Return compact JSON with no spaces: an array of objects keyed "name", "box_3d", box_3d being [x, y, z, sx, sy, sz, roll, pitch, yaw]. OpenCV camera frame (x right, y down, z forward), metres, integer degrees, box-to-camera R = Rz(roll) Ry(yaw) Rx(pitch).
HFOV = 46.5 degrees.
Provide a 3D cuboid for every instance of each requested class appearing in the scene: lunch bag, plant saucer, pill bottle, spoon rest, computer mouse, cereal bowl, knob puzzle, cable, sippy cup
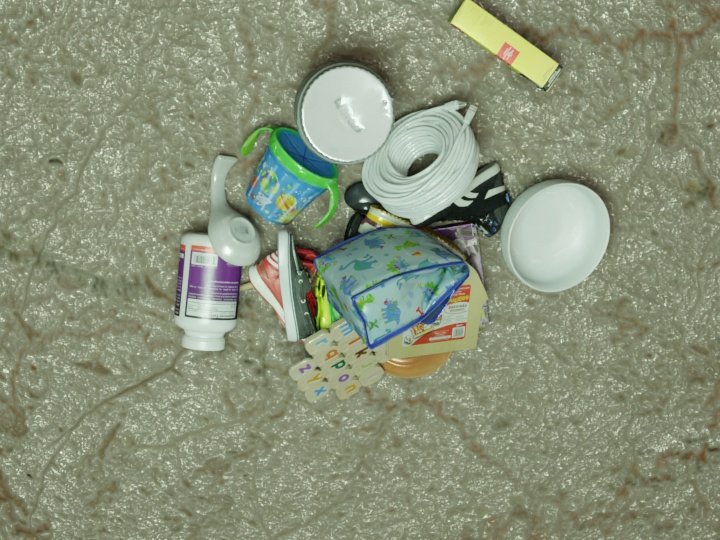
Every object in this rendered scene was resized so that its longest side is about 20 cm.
[{"name":"lunch bag","box_3d":[0.052,0.010,1.337,0.199,0.170,0.128,-29,124,-13]},{"name":"plant saucer","box_3d":[0.081,0.111,1.549,0.198,0.037,0.202,4,109,11]},{"name":"pill bottle","box_3d":[-0.270,0.036,1.488,0.111,0.112,0.202,6,93,-1]},{"name":"spoon rest","box_3d":[-0.226,-0.098,1.456,0.099,0.202,0.060,4,154,-38]},{"name":"computer mouse","box_3d":[0.069,-0.136,1.481,0.198,0.034,0.059,-5,67,1]},{"name":"cereal bowl","box_3d":[0.332,-0.069,1.472,0.198,0.083,0.202,-7,113,-16]},{"name":"knob puzzle","box_3d":[0.129,0.052,1.469,0.218,0.030,0.222,-8,116,-17]},{"name":"cable","box_3d":[0.101,-0.182,1.403,0.198,0.202,0.069,-1,149,33]},{"name":"sippy cup","box_3d":[-0.127,-0.154,1.446,0.139,0.179,0.131,17,123,-39]}]

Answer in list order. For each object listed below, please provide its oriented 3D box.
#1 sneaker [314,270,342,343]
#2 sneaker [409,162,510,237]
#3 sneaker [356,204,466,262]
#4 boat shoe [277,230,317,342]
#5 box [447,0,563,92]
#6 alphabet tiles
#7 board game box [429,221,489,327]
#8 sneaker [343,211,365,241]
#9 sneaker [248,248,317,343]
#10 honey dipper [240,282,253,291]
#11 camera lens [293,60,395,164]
[{"name":"sneaker","box_3d":[-0.034,0.049,1.460,0.083,0.074,0.202,-5,121,-20]},{"name":"sneaker","box_3d":[0.185,-0.096,1.446,0.199,0.073,0.113,-32,104,-22]},{"name":"sneaker","box_3d":[0.087,-0.038,1.470,0.199,0.075,0.091,26,102,-9]},{"name":"boat shoe","box_3d":[-0.109,0.025,1.427,0.056,0.069,0.202,-7,113,-5]},{"name":"box","box_3d":[0.240,-0.377,1.397,0.199,0.075,0.050,33,105,-10]},{"name":"alphabet tiles","box_3d":[-0.026,0.157,1.488,0.194,0.015,0.201,-29,138,-2]},{"name":"board game box","box_3d":[0.167,0.015,1.542,0.119,0.032,0.202,-8,107,7]},{"name":"sneaker","box_3d":[0.000,0.000,1.516,0.090,0.076,0.202,14,108,-8]},{"name":"sneaker","box_3d":[-0.098,0.043,1.491,0.115,0.079,0.200,-34,116,19]},{"name":"honey dipper","box_3d":[-0.194,0.023,1.545,0.198,0.038,0.038,-15,106,8]},{"name":"camera lens","box_3d":[-0.029,-0.258,1.364,0.158,0.200,0.162,-1,103,-5]}]
